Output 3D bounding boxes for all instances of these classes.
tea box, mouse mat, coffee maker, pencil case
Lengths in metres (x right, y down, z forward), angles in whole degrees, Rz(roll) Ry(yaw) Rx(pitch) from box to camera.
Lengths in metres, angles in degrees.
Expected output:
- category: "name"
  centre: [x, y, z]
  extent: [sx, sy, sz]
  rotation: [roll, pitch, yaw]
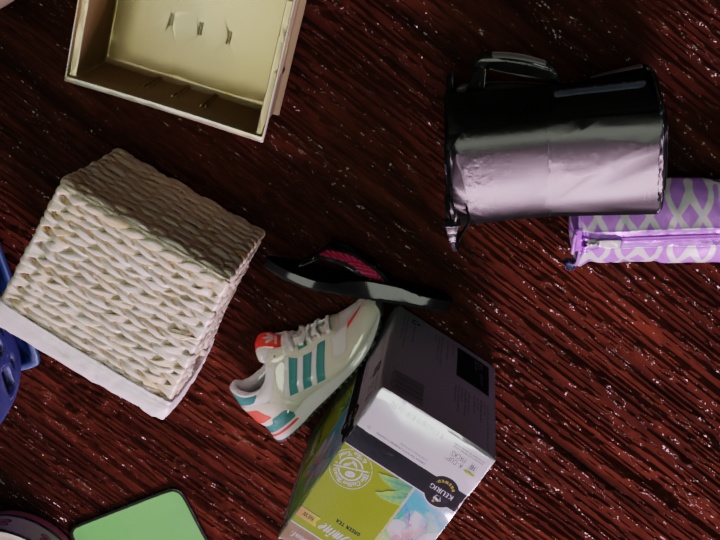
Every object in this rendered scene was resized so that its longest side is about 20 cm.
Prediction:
- category: "tea box"
  centre: [0.032, 0.180, 1.134]
  extent: [0.132, 0.200, 0.198]
  rotation: [31, 110, -5]
- category: "mouse mat"
  centre: [-0.238, 0.363, 1.337]
  extent: [0.159, 0.008, 0.203]
  rotation: [-22, 104, 14]
- category: "coffee maker"
  centre: [0.177, -0.099, 1.027]
  extent: [0.196, 0.195, 0.135]
  rotation: [-3, 153, 10]
- category: "pencil case"
  centre: [0.294, -0.046, 1.083]
  extent: [0.196, 0.086, 0.086]
  rotation: [-3, 108, 8]

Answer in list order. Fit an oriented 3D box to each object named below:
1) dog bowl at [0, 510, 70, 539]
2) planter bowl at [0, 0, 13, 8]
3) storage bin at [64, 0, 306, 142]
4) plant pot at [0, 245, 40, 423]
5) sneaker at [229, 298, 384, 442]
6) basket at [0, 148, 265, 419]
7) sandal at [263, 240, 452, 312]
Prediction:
- category: "dog bowl"
  centre: [-0.413, 0.374, 1.329]
  extent: [0.196, 0.074, 0.204]
  rotation: [2, 109, 6]
- category: "planter bowl"
  centre: [-0.340, -0.339, 1.022]
  extent: [0.133, 0.200, 0.204]
  rotation: [-21, 107, -14]
- category: "storage bin"
  centre: [-0.154, -0.255, 1.064]
  extent: [0.196, 0.094, 0.202]
  rotation: [17, 111, 2]
- category: "plant pot"
  centre: [-0.456, 0.059, 1.168]
  extent: [0.196, 0.180, 0.203]
  rotation: [-12, 107, 11]
- category: "sneaker"
  centre: [-0.060, 0.087, 1.182]
  extent: [0.093, 0.071, 0.200]
  rotation: [37, 113, -12]
- category: "basket"
  centre: [-0.221, 0.003, 1.111]
  extent: [0.198, 0.198, 0.163]
  rotation: [29, 107, -3]
- category: "sandal"
  centre: [0.000, 0.000, 1.149]
  extent: [0.196, 0.075, 0.046]
  rotation: [10, 104, -4]
